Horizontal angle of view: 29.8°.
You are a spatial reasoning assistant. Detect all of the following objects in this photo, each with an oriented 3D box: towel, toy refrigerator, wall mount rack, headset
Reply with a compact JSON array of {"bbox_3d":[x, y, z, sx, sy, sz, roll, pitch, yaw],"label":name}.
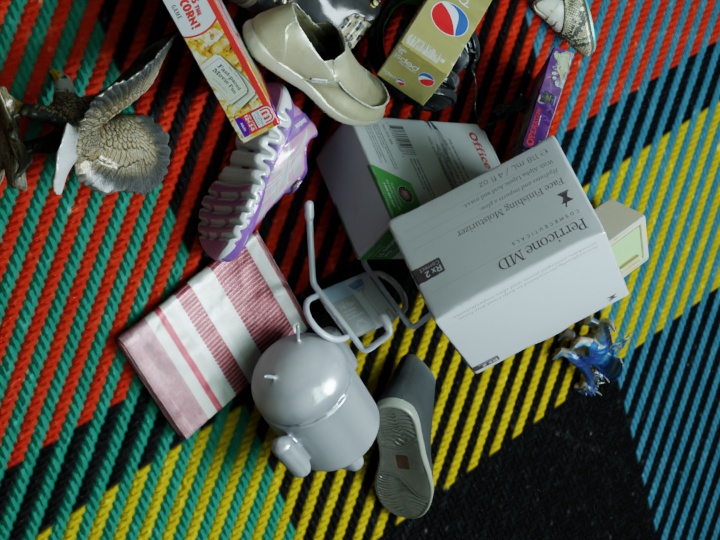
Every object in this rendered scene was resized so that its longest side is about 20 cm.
[{"bbox_3d":[-0.158,0.069,1.485,0.200,0.023,0.144,-41,120,-24],"label":"towel"},{"bbox_3d":[0.282,-0.003,1.750,0.200,0.070,0.076,-34,132,-23],"label":"toy refrigerator"},{"bbox_3d":[0.000,0.000,1.532,0.174,0.075,0.200,54,31,9],"label":"wall mount rack"},{"bbox_3d":[0.102,-0.238,1.564,0.200,0.094,0.124,36,70,-22],"label":"headset"}]

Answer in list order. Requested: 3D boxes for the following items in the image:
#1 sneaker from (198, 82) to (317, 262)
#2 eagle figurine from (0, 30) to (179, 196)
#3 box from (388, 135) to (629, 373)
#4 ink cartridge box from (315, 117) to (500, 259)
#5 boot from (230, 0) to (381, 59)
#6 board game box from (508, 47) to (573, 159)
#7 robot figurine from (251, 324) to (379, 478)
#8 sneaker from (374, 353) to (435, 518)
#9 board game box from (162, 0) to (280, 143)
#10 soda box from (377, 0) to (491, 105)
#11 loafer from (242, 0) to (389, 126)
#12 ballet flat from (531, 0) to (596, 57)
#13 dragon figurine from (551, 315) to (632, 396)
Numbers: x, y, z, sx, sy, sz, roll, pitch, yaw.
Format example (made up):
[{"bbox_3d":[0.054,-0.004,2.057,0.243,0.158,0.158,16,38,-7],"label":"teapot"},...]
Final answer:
[{"bbox_3d":[-0.103,-0.097,1.460,0.088,0.080,0.200,28,81,-45],"label":"sneaker"},{"bbox_3d":[-0.254,-0.148,1.307,0.200,0.152,0.151,-11,86,-29],"label":"eagle figurine"},{"bbox_3d":[0.163,-0.011,1.454,0.199,0.131,0.200,-28,154,6],"label":"box"},{"bbox_3d":[0.070,-0.092,1.536,0.200,0.083,0.147,-1,56,-37],"label":"ink cartridge box"},{"bbox_3d":[-0.037,-0.334,1.459,0.151,0.073,0.200,36,82,-35],"label":"boot"},{"bbox_3d":[0.212,-0.187,1.614,0.032,0.200,0.120,22,88,2],"label":"board game box"},{"bbox_3d":[-0.050,0.147,1.508,0.200,0.113,0.170,61,40,-44],"label":"robot figurine"},{"bbox_3d":[0.064,0.205,1.648,0.106,0.075,0.200,-63,156,-49],"label":"sneaker"},{"bbox_3d":[-0.153,-0.243,1.343,0.046,0.152,0.200,-27,119,2],"label":"board game box"},{"bbox_3d":[0.096,-0.280,1.506,0.064,0.068,0.200,34,56,-5],"label":"soda box"},{"bbox_3d":[-0.034,-0.217,1.429,0.200,0.068,0.076,25,42,-41],"label":"loafer"},{"bbox_3d":[0.243,-0.361,1.676,0.075,0.068,0.200,-9,100,-12],"label":"ballet flat"},{"bbox_3d":[0.319,0.105,1.774,0.099,0.200,0.059,26,60,-9],"label":"dragon figurine"}]
